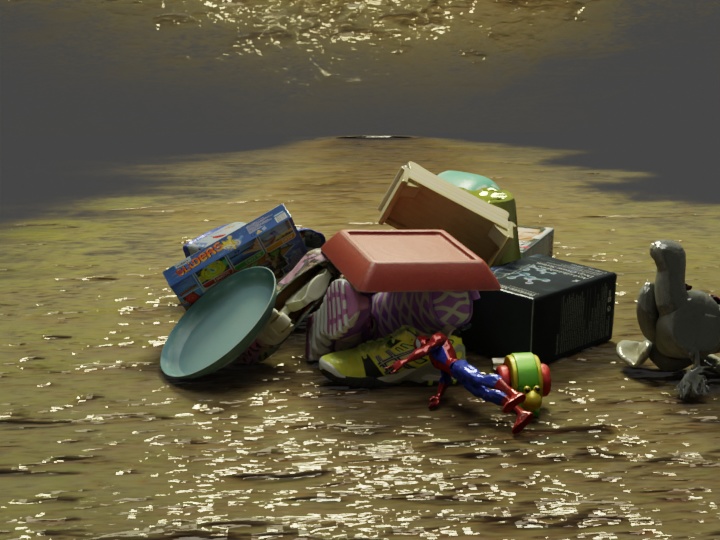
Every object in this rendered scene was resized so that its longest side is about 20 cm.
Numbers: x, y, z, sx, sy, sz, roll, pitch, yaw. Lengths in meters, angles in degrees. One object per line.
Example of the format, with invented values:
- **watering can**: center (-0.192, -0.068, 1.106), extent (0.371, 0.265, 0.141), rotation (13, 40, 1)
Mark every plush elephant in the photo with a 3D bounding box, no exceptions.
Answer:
- **plush elephant**: center (0.435, 0.077, 1.545), extent (0.164, 0.201, 0.155), rotation (12, -8, -4)

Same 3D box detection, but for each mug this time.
- **mug**: center (0.217, -0.112, 2.202), extent (0.185, 0.153, 0.114), rotation (-17, 22, -42)

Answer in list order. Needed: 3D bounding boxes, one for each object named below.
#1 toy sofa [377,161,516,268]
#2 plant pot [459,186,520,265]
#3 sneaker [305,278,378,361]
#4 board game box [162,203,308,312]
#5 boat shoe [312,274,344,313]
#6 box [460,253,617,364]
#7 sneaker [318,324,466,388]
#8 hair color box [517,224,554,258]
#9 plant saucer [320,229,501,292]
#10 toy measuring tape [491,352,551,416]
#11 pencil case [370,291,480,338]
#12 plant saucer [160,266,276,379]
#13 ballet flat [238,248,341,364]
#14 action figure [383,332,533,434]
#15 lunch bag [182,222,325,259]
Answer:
- **toy sofa**: center (0.131, -0.077, 1.741), extent (0.200, 0.083, 0.098), rotation (27, 24, -7)
- **plant pot**: center (0.183, -0.035, 1.861), extent (0.200, 0.185, 0.200), rotation (1, 15, 0)
- **sneaker**: center (-0.012, 0.071, 1.557), extent (0.088, 0.081, 0.200), rotation (8, -23, -15)
- **board game box**: center (-0.174, 0.001, 1.683), extent (0.200, 0.136, 0.034), rotation (-30, 52, -6)
- **boat shoe**: center (0.000, 0.000, 1.690), extent (0.200, 0.070, 0.070), rotation (-41, 5, -32)
- **box**: center (0.255, 0.056, 1.676), extent (0.200, 0.107, 0.148), rotation (-15, 22, -42)
- **sneaker**: center (0.043, 0.110, 1.533), extent (0.199, 0.077, 0.075), rotation (-3, 17, -9)
- **hair color box**: center (0.279, -0.034, 2.091), extent (0.099, 0.061, 0.200), rotation (7, 16, 23)
- **plant saucer**: center (0.065, -0.019, 1.553), extent (0.199, 0.037, 0.200), rotation (-1, 18, -17)
- **toy measuring tape**: center (0.201, 0.128, 1.483), extent (0.073, 0.074, 0.200), rotation (-1, 16, -5)
- **pencil case**: center (0.079, 0.052, 1.627), extent (0.085, 0.084, 0.200), rotation (-28, 8, -34)
- **plant saucer**: center (-0.189, 0.076, 1.567), extent (0.200, 0.027, 0.200), rotation (-30, 29, 18)
- **ballet flat**: center (-0.097, 0.049, 1.590), extent (0.200, 0.069, 0.071), rotation (-48, 20, -13)
- **action figure**: center (0.111, 0.144, 1.419), extent (0.099, 0.065, 0.200), rotation (-35, 40, -13)
- **lunch bag**: center (-0.170, -0.020, 1.922), extent (0.170, 0.124, 0.200), rotation (4, 22, 24)
